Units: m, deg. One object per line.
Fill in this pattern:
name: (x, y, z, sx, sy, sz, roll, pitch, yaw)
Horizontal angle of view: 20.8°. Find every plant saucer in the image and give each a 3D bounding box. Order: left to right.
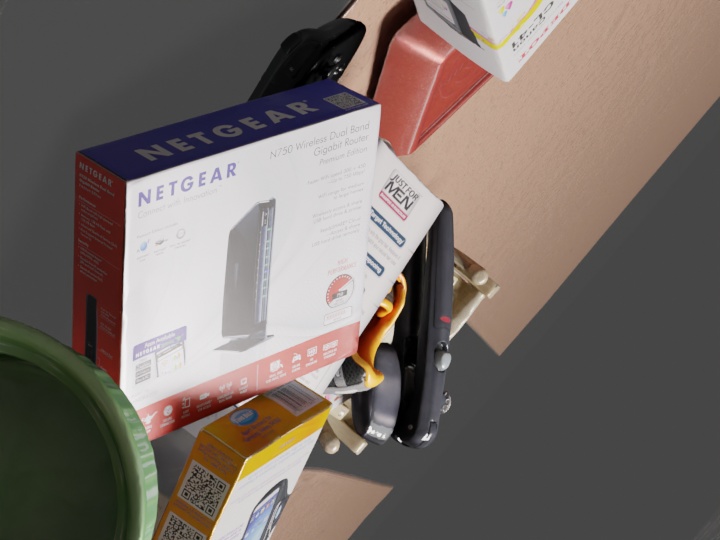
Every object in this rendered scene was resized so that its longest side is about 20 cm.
plant saucer: (0.087, -0.179, 1.485, 0.200, 0.037, 0.200, -44, 170, -21)

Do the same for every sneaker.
sneaker: (0.000, 0.000, 1.423, 0.078, 0.077, 0.201, 35, 66, -59)

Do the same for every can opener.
can opener: (0.046, 0.042, 1.540, 0.079, 0.063, 0.201, 27, 71, -56)

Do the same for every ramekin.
ramekin: (-0.205, 0.123, 1.064, 0.200, 0.200, 0.098, -50, 175, 2)

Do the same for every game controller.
game controller: (-0.061, -0.080, 1.289, 0.200, 0.042, 0.104, -56, 166, 28)

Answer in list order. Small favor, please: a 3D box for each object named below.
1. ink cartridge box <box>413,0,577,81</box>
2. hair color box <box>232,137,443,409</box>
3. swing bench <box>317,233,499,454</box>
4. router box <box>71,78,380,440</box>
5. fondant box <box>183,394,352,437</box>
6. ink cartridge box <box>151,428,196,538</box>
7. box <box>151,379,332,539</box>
ink cartridge box: (0.101, -0.223, 1.254, 0.148, 0.086, 0.200, -49, 165, -2)
hair color box: (-0.037, 0.006, 1.334, 0.200, 0.060, 0.100, -57, 142, -7)
swing bench: (0.005, 0.044, 1.679, 0.199, 0.130, 0.200, -50, 172, 1)
router box: (-0.081, -0.006, 1.185, 0.200, 0.049, 0.180, -21, 128, -39)
fondant box: (-0.062, 0.045, 1.465, 0.200, 0.058, 0.145, -27, 124, -56)
ink cartridge box: (-0.170, 0.209, 1.315, 0.200, 0.067, 0.116, -57, 165, 14)
box: (-0.094, 0.171, 1.250, 0.119, 0.041, 0.201, -27, 147, -62)
